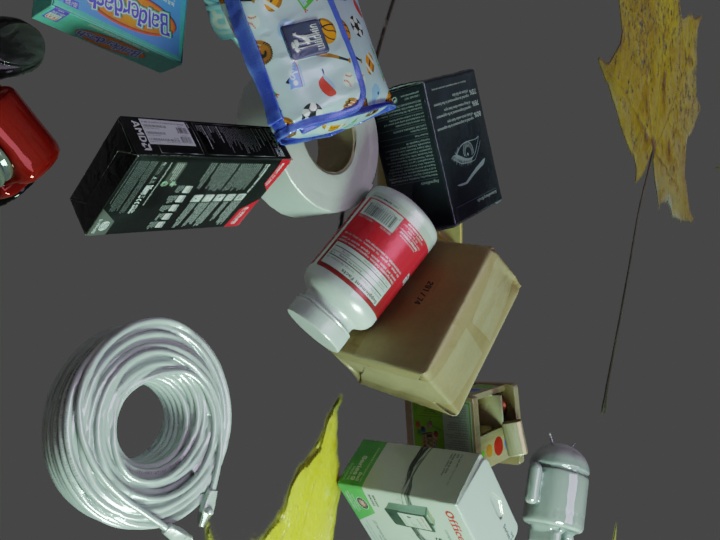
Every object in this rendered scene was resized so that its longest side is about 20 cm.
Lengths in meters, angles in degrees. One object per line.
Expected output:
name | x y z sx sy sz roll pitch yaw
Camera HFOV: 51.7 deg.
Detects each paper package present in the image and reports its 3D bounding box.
paper package | 0.083 0.064 0.996 0.104 0.189 0.202 49 63 -39

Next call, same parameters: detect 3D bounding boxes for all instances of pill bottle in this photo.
pill bottle | 0.000 0.000 0.953 0.201 0.112 0.112 -51 126 -13

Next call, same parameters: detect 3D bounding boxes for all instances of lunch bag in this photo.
lunch bag | -0.059 -0.230 0.797 0.199 0.122 0.173 -28 98 -61

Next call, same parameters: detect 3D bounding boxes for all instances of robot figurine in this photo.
robot figurine | 0.363 0.410 1.379 0.168 0.112 0.203 29 64 -37

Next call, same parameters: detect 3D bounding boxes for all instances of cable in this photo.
cable | -0.215 0.151 0.744 0.199 0.068 0.203 40 56 -40

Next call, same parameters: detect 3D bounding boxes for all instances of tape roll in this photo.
tape roll | -0.063 -0.171 0.958 0.201 0.070 0.207 8 80 -50

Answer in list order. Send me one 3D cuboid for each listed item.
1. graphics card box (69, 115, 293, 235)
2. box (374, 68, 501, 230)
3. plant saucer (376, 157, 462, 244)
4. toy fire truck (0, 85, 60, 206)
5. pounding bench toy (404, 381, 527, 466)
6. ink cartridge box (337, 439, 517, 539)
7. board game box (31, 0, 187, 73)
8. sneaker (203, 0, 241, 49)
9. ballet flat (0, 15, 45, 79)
graphics card box | -0.180 -0.095 0.765 0.198 0.125 0.051 -11 65 -50
box | 0.109 -0.171 1.066 0.147 0.103 0.204 -26 106 -48
plant saucer | 0.086 -0.137 1.152 0.198 0.048 0.204 9 79 -49
toy fire truck | -0.305 -0.083 0.556 0.130 0.198 0.177 57 48 -29
pounding bench toy | 0.193 0.241 1.124 0.155 0.198 0.127 -3 88 -49
ink cartridge box | 0.089 0.313 0.990 0.084 0.198 0.147 -49 122 -39
board game box | -0.249 -0.330 0.770 0.151 0.044 0.204 15 75 -49
sneaker | -0.146 -0.307 0.833 0.200 0.073 0.084 27 68 -69
ballet flat | -0.363 -0.178 0.622 0.198 0.056 0.068 -17 98 -43
